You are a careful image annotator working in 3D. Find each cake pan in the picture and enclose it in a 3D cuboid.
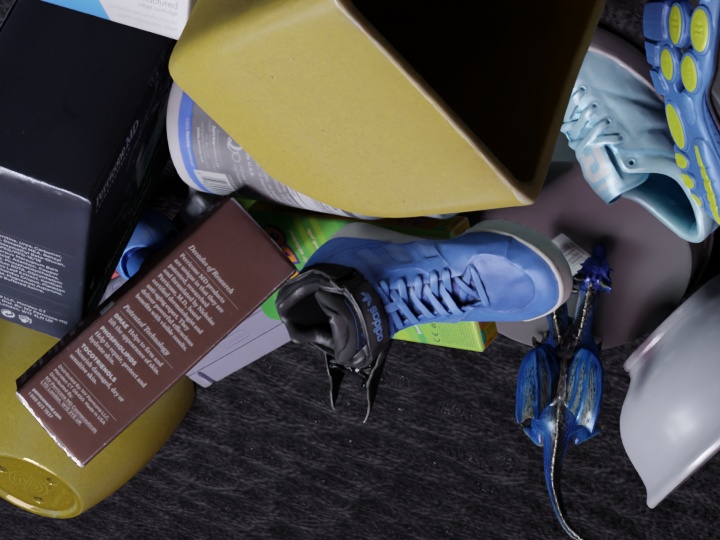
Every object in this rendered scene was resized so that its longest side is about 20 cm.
[{"bbox_3d":[0.144,-0.020,1.645,0.200,0.037,0.201,5,130,6],"label":"cake pan"}]

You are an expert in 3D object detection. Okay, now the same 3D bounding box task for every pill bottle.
[{"bbox_3d":[-0.021,-0.096,1.607,0.199,0.114,0.114,10,146,29],"label":"pill bottle"}]

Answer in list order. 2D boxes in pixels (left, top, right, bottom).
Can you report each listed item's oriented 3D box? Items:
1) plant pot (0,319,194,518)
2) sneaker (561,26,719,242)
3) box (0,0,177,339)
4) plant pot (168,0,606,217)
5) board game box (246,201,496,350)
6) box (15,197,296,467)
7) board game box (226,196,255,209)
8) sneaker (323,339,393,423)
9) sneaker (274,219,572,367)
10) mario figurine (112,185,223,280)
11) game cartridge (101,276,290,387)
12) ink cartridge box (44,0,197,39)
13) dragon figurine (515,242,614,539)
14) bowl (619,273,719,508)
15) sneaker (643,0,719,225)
[{"bbox_3d":[-0.264,0.132,2.091,0.199,0.142,0.200,16,147,10],"label":"plant pot"},{"bbox_3d":[0.164,-0.091,1.538,0.200,0.082,0.074,32,146,-9],"label":"sneaker"},{"bbox_3d":[-0.210,-0.088,1.673,0.117,0.197,0.200,20,148,4],"label":"box"},{"bbox_3d":[0.000,-0.151,1.440,0.200,0.196,0.194,-14,133,42],"label":"plant pot"},{"bbox_3d":[0.000,0.000,1.673,0.200,0.030,0.096,6,125,36],"label":"board game box"},{"bbox_3d":[-0.142,0.040,1.629,0.075,0.200,0.100,50,174,-7],"label":"box"},{"bbox_3d":[-0.023,-0.047,1.728,0.200,0.030,0.096,-22,86,52],"label":"board game box"},{"bbox_3d":[0.008,0.021,1.785,0.060,0.104,0.200,18,148,9],"label":"sneaker"},{"bbox_3d":[0.034,0.020,1.543,0.199,0.111,0.077,7,125,37],"label":"sneaker"},{"bbox_3d":[-0.182,-0.035,1.817,0.123,0.106,0.200,12,-175,-39],"label":"mario figurine"},{"bbox_3d":[-0.126,0.027,1.951,0.130,0.038,0.200,38,146,-16],"label":"game cartridge"},{"bbox_3d":[-0.143,-0.253,1.463,0.116,0.068,0.200,16,132,11],"label":"ink cartridge box"},{"bbox_3d":[0.138,0.082,1.616,0.059,0.201,0.099,6,169,9],"label":"dragon figurine"},{"bbox_3d":[0.248,0.067,1.652,0.090,0.201,0.201,47,149,9],"label":"bowl"},{"bbox_3d":[0.231,-0.121,1.473,0.071,0.083,0.200,40,154,51],"label":"sneaker"}]
